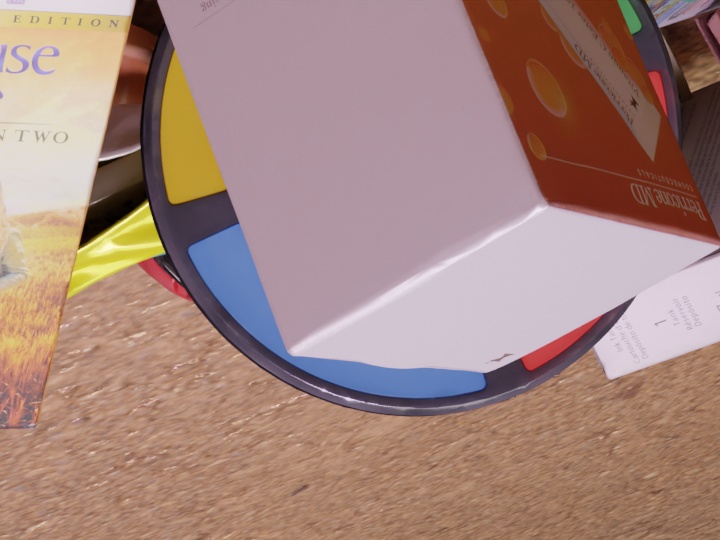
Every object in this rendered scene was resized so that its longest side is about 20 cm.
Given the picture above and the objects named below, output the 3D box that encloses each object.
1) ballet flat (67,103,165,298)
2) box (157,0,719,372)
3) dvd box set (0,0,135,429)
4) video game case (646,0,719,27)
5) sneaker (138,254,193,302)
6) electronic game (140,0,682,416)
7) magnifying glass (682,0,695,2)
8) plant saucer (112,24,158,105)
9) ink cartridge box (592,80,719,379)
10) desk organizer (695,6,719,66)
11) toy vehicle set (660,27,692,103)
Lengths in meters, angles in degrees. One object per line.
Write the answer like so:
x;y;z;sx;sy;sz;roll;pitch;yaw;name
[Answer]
-0.127;-0.017;0.891;0.199;0.067;0.067;-25;141;4;ballet flat
0.013;-0.079;0.738;0.097;0.201;0.124;-30;161;26;box
-0.164;-0.025;0.803;0.145;0.029;0.201;1;130;-22;dvd box set
0.153;-0.137;0.949;0.143;0.018;0.200;-36;172;39;video game case
0.000;0.000;0.956;0.199;0.071;0.098;17;179;-2;sneaker
0.020;-0.048;0.851;0.199;0.201;0.042;-18;-179;-9;electronic game
0.179;-0.137;0.896;0.079;0.022;0.200;-36;172;37;magnifying glass
-0.162;-0.049;0.897;0.199;0.038;0.200;-19;163;-6;plant saucer
0.126;-0.018;1.089;0.175;0.045;0.200;-20;-159;27;ink cartridge box
0.256;-0.129;1.024;0.199;0.072;0.077;-24;169;-18;desk organizer
0.051;-0.068;1.098;0.199;0.027;0.124;-24;162;9;toy vehicle set
